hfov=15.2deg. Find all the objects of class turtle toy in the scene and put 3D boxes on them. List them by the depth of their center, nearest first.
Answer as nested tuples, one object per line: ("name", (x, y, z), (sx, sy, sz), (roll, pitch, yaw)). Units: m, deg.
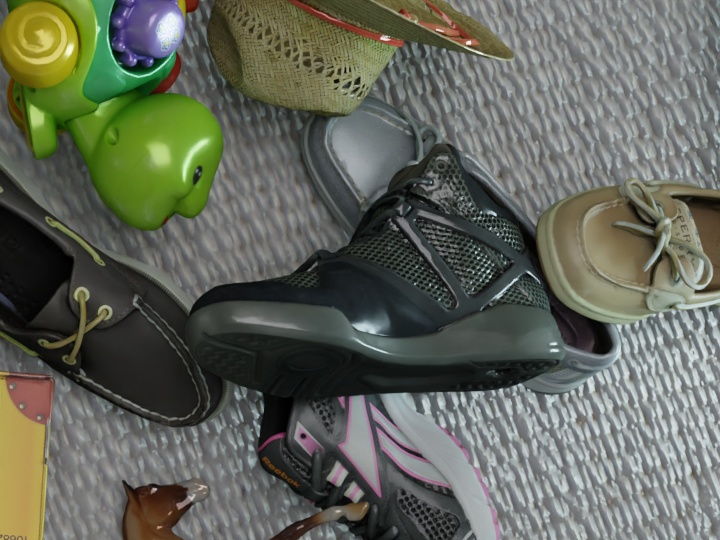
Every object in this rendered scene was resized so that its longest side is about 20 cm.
("turtle toy", (-0.127, -0.115, 1.319), (0.101, 0.146, 0.200), (-9, 81, -7))

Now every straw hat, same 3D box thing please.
("straw hat", (-0.029, -0.123, 1.361), (0.201, 0.201, 0.085), (28, 103, -8))

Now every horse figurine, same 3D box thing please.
("horse figurine", (-0.046, 0.194, 1.317), (0.132, 0.050, 0.200), (-9, 90, 13))

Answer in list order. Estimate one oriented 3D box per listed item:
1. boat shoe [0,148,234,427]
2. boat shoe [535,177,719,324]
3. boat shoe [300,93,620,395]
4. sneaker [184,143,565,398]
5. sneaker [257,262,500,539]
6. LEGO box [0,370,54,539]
("boat shoe", (-0.151, 0.012, 1.322), (0.201, 0.061, 0.072), (40, 111, 0))
("boat shoe", (0.171, -0.016, 1.390), (0.200, 0.063, 0.073), (-4, 78, -45))
("boat shoe", (0.054, -0.019, 1.396), (0.074, 0.065, 0.202), (-43, 91, -20))
("sneaker", (0.000, 0.000, 1.304), (0.199, 0.076, 0.114), (-2, 68, -28))
("sneaker", (-0.008, 0.095, 1.344), (0.086, 0.080, 0.200), (-19, 72, -32))
("LEGO box", (-0.250, 0.120, 1.274), (0.200, 0.077, 0.149), (6, 77, -15))
